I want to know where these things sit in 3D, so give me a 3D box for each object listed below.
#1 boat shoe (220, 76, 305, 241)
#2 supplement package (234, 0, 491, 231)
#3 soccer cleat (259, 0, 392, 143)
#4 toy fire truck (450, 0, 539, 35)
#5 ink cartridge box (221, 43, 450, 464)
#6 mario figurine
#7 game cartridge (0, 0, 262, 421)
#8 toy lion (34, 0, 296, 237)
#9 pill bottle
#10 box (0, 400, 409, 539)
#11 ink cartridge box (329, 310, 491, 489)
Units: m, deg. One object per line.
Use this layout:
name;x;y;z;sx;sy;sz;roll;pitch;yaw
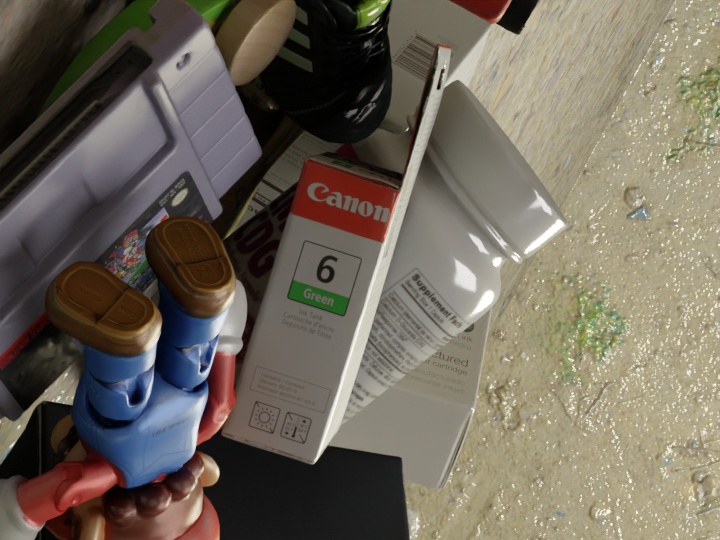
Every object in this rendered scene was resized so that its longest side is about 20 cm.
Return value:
boat shoe;-0.064;-0.079;1.385;0.201;0.073;0.063;-62;173;20
supplement package;-0.022;-0.066;1.539;0.114;0.109;0.200;-51;168;-43
soccer cleat;-0.015;-0.124;1.284;0.067;0.081;0.200;-39;140;-18
toy fire truck;0.085;-0.247;1.599;0.177;0.128;0.200;-60;-179;-3
ink cartridge box;-0.009;-0.016;1.287;0.109;0.050;0.201;-40;147;-84
mario figurine;-0.113;0.060;1.204;0.106;0.123;0.201;-96;-168;-45
game cartridge;-0.127;-0.014;1.172;0.200;0.038;0.130;-46;152;-11
toy lion;-0.126;-0.035;1.252;0.192;0.069;0.201;-41;160;-43
pill bottle;0.000;0.000;1.400;0.200;0.114;0.113;-38;173;6
box;-0.102;0.176;1.386;0.199;0.199;0.124;127;-34;-49
ink cartridge box;0.005;0.018;1.670;0.083;0.146;0.201;109;-5;-45
